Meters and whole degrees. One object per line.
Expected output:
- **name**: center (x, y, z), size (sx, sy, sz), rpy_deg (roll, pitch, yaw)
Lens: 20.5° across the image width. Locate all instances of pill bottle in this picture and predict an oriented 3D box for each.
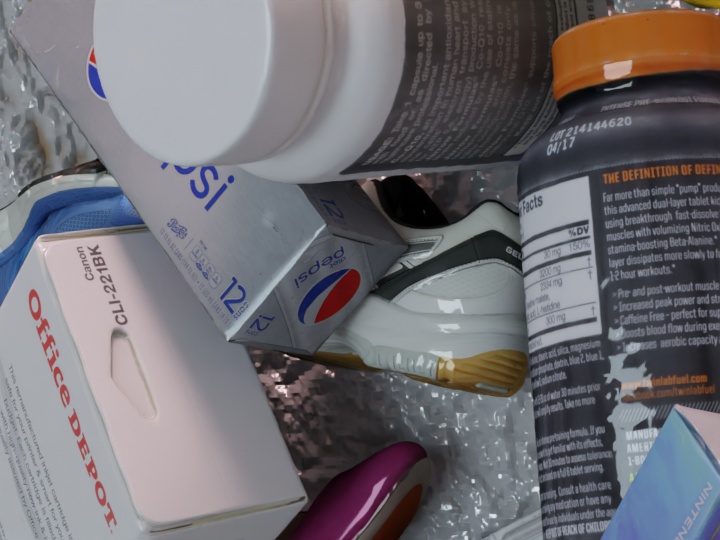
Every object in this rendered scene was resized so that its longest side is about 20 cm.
- **pill bottle**: center (-0.001, -0.093, 0.782), size (0.113, 0.199, 0.115), rpy_deg (5, 98, 40)
- **pill bottle**: center (0.114, 0.007, 0.746), size (0.106, 0.106, 0.202), rpy_deg (-12, 77, 41)

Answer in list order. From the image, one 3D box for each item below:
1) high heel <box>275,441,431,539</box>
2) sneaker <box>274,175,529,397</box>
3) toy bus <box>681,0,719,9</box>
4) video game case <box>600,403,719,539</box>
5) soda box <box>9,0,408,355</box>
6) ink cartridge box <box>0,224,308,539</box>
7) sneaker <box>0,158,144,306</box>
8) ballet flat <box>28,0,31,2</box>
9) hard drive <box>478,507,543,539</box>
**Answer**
- **high heel**: center (-0.044, 0.117, 0.929), size (0.096, 0.067, 0.200), rpy_deg (49, 128, 13)
- **sneaker**: center (0.000, 0.000, 0.891), size (0.199, 0.075, 0.089), rpy_deg (8, 84, 39)
- **toy bus**: center (0.089, -0.202, 0.698), size (0.135, 0.191, 0.202), rpy_deg (35, 115, 35)
- **video game case**: center (0.144, 0.149, 0.695), size (0.201, 0.180, 0.046), rpy_deg (-65, 31, 25)
- **soda box**: center (-0.068, -0.059, 0.859), size (0.068, 0.063, 0.200), rpy_deg (-49, 59, 18)
- **ink cartridge box**: center (-0.118, 0.092, 0.905), size (0.200, 0.083, 0.145), rpy_deg (-53, 54, 49)
- **sneaker**: center (-0.138, -0.004, 1.010), size (0.199, 0.078, 0.090), rpy_deg (-26, 88, 47)
- **ballet flat**: center (-0.129, -0.138, 0.974), size (0.200, 0.068, 0.063), rpy_deg (48, 149, 27)
- **hard drive**: center (0.082, 0.177, 0.849), size (0.199, 0.038, 0.141), rpy_deg (-33, 74, 38)
